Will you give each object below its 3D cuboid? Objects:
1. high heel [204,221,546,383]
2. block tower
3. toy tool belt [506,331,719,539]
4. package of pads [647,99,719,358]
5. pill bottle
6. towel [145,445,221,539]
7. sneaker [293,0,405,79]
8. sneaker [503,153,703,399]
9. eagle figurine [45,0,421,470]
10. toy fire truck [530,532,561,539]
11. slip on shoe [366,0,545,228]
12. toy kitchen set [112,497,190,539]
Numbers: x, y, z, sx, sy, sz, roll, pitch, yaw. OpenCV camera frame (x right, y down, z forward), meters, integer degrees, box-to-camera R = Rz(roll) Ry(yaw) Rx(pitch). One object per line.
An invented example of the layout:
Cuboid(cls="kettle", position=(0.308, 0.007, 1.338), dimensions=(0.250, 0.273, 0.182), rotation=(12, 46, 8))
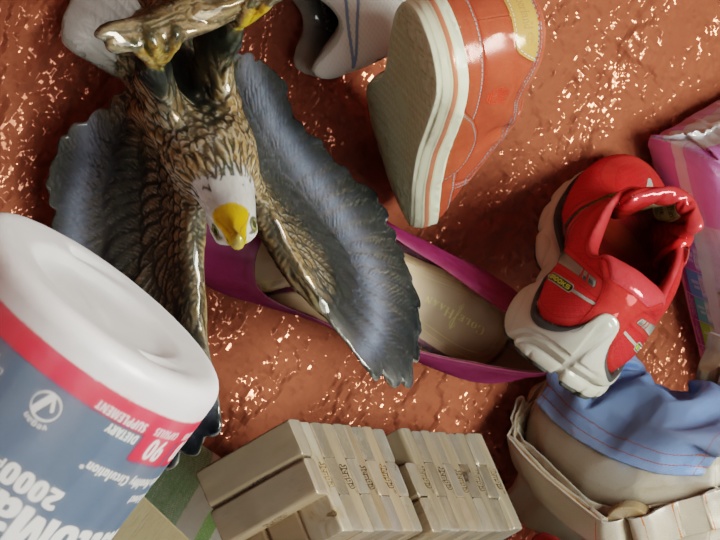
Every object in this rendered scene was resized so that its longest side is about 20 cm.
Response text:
Cuboid(cls="high heel", position=(0.000, 0.000, 1.278), dimensions=(0.199, 0.096, 0.068), rotation=(17, 93, -37))
Cuboid(cls="block tower", position=(0.003, 0.106, 1.279), dimensions=(0.200, 0.058, 0.054), rotation=(9, 55, -61))
Cuboid(cls="toy tool belt", position=(0.162, 0.088, 1.354), dimensions=(0.124, 0.199, 0.124), rotation=(-8, 109, -42))
Cuboid(cls="package of pads", position=(0.228, -0.005, 1.449), dimensions=(0.120, 0.076, 0.201), rotation=(-29, 118, -24))
Cuboid(cls="pill bottle", position=(-0.159, 0.089, 1.119), dimensions=(0.119, 0.120, 0.200), rotation=(30, 102, -36))
Cuboid(cls="towel", position=(-0.065, 0.182, 1.329), dimensions=(0.200, 0.023, 0.153), rotation=(37, 80, -34))
Cuboid(cls="sneaker", position=(-0.022, -0.170, 1.235), dimensions=(0.087, 0.074, 0.201), rotation=(-36, 120, -16))
Cuboid(cls="sneaker", position=(0.130, -0.010, 1.317), dimensions=(0.077, 0.200, 0.085), rotation=(38, 117, -7))
Cuboid(cls="eagle figurine", position=(-0.061, -0.033, 1.195), dimensions=(0.151, 0.151, 0.201), rotation=(-60, 150, -48))
Cuboid(cls="toy fire truck", position=(0.075, 0.235, 1.384), dimensions=(0.200, 0.049, 0.141), rotation=(-49, 130, 7))
Cuboid(cls="slip on shoe", position=(0.042, -0.072, 1.240), dimensions=(0.061, 0.200, 0.074), rotation=(-15, 73, -12))
Cuboid(cls="toy kitchen set", position=(-0.084, 0.243, 1.227), dimensions=(0.180, 0.200, 0.163), rotation=(-44, 163, -18))
